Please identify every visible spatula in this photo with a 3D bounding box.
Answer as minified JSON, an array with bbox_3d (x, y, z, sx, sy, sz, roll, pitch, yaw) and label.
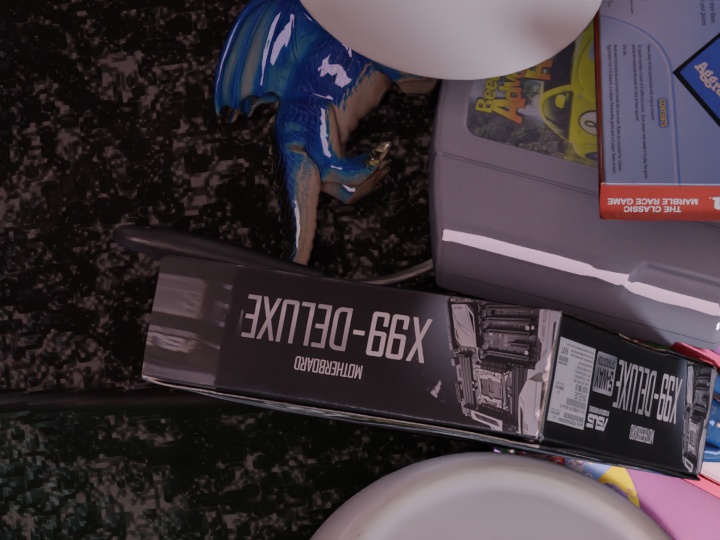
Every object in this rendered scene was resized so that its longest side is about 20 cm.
[{"bbox_3d":[0.000,0.000,1.183,0.199,0.057,0.021,6,95,-13],"label":"spatula"}]

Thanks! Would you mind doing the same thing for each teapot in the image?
[{"bbox_3d":[0.047,0.178,1.177,0.197,0.146,0.200,-15,68,-23],"label":"teapot"}]

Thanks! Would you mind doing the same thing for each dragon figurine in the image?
[{"bbox_3d":[-0.026,-0.079,1.231,0.099,0.059,0.200,30,90,6],"label":"dragon figurine"}]

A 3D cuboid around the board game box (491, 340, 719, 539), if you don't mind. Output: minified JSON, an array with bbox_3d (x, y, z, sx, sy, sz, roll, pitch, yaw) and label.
[{"bbox_3d":[0.151,0.059,1.219,0.200,0.039,0.158,-18,86,3],"label":"board game box"}]

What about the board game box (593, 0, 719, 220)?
[{"bbox_3d":[0.139,-0.088,1.129,0.103,0.200,0.019,0,131,4],"label":"board game box"}]

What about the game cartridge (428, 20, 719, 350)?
[{"bbox_3d":[0.100,-0.071,1.189,0.133,0.041,0.200,12,60,8],"label":"game cartridge"}]

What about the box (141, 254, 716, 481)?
[{"bbox_3d":[0.032,0.039,1.132,0.157,0.200,0.050,8,86,23],"label":"box"}]

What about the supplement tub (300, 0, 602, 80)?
[{"bbox_3d":[0.045,-0.185,1.146,0.144,0.145,0.200,8,46,5],"label":"supplement tub"}]
